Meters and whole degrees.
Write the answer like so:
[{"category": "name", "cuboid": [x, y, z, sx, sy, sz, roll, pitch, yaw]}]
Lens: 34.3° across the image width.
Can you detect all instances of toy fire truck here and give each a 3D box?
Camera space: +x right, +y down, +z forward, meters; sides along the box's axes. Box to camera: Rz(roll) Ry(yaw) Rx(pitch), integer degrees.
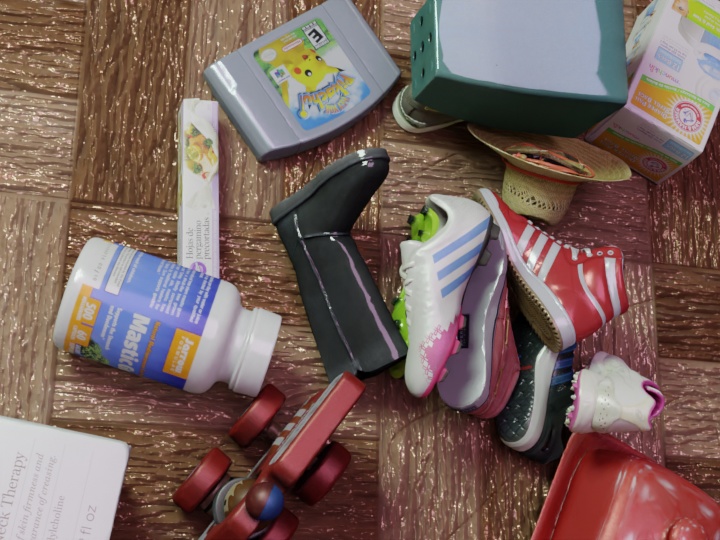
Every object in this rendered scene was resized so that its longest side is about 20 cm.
[{"category": "toy fire truck", "cuboid": [-0.081, 0.186, 1.078, 0.112, 0.168, 0.200, 41, 66, -1]}]

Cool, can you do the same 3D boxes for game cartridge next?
[{"category": "game cartridge", "cuboid": [-0.056, -0.209, 1.282, 0.199, 0.040, 0.134, -34, 89, -23]}]

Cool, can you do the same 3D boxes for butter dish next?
[{"category": "butter dish", "cuboid": [0.290, 0.273, 1.167, 0.199, 0.148, 0.201, 31, 66, -12]}]

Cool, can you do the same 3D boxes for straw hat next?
[{"category": "straw hat", "cuboid": [0.196, -0.095, 1.284, 0.199, 0.201, 0.086, 9, 110, -14]}]

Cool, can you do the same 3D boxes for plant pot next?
[{"category": "plant pot", "cuboid": [0.159, -0.230, 1.234, 0.198, 0.141, 0.143, 1, 81, -15]}]

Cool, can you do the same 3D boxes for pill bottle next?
[{"category": "pill bottle", "cuboid": [-0.181, 0.051, 1.115, 0.198, 0.112, 0.113, 19, 69, -6]}]

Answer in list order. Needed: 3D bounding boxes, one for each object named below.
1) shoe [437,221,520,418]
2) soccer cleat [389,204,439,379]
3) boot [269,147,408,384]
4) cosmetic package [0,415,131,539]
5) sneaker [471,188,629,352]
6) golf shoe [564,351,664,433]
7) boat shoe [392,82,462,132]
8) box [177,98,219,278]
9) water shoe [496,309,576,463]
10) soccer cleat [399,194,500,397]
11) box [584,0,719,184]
[{"category": "shoe", "cuboid": [0.124, 0.051, 1.205, 0.071, 0.091, 0.202, 0, 75, 25]}, {"category": "soccer cleat", "cuboid": [0.078, 0.024, 1.236, 0.081, 0.067, 0.202, 23, 67, -22]}, {"category": "boot", "cuboid": [0.000, 0.000, 1.169, 0.065, 0.164, 0.202, -5, 69, -45]}, {"category": "cosmetic package", "cuboid": [-0.316, 0.221, 0.998, 0.198, 0.166, 0.169, 13, 70, -11]}, {"category": "sneaker", "cuboid": [0.203, -0.018, 1.228, 0.112, 0.071, 0.201, -23, 64, -13]}, {"category": "golf shoe", "cuboid": [0.266, 0.131, 1.194, 0.091, 0.200, 0.076, 8, 99, 18]}, {"category": "boat shoe", "cuboid": [0.133, -0.212, 1.325, 0.200, 0.060, 0.073, -21, 80, -22]}, {"category": "box", "cuboid": [-0.167, -0.078, 1.204, 0.038, 0.041, 0.202, 2, 74, -15]}, {"category": "water shoe", "cuboid": [0.199, 0.108, 1.254, 0.079, 0.071, 0.201, 37, 62, -33]}, {"category": "soccer cleat", "cuboid": [0.066, 0.020, 1.137, 0.086, 0.070, 0.202, 22, 76, -9]}, {"category": "box", "cuboid": [0.363, -0.222, 1.375, 0.112, 0.101, 0.201, 30, 67, -5]}]
